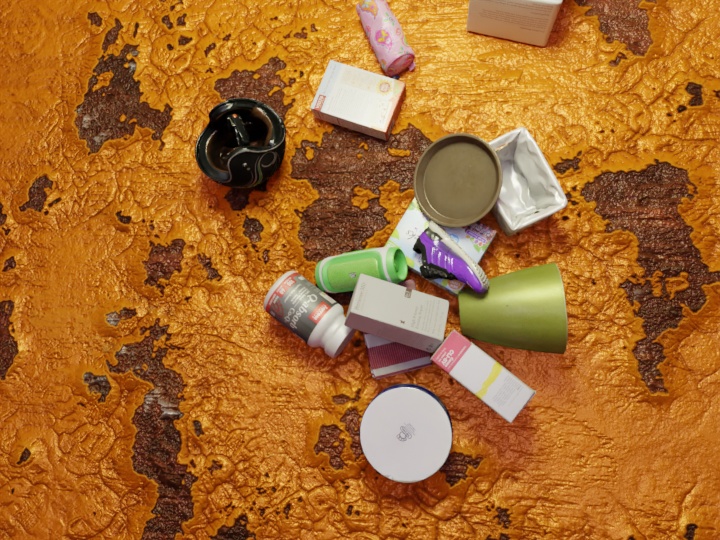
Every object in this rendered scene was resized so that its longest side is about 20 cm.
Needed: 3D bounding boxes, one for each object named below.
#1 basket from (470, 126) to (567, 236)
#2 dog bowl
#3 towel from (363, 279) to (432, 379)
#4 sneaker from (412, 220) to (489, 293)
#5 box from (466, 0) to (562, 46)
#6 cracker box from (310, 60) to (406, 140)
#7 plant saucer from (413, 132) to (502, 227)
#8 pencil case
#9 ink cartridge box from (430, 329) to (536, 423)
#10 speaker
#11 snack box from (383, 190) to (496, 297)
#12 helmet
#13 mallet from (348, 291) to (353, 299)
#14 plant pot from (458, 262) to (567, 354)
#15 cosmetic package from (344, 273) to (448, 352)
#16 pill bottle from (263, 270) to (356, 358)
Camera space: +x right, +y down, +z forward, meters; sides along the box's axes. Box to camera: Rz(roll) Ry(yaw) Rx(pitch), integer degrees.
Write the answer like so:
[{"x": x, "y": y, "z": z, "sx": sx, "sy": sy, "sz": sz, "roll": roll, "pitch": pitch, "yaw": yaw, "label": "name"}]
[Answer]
[{"x": 0.341, "y": -0.186, "z": 1.138, "sx": 0.135, "sy": 0.123, "sz": 0.200, "roll": -26, "pitch": 78, "yaw": 4, "label": "basket"}, {"x": 0.100, "y": 0.349, "z": 1.120, "sx": 0.200, "sy": 0.079, "sz": 0.200, "roll": -1, "pitch": 81, "yaw": 8, "label": "dog bowl"}, {"x": 0.075, "y": 0.130, "z": 1.160, "sx": 0.144, "sy": 0.023, "sz": 0.200, "roll": -11, "pitch": 86, "yaw": -12, "label": "towel"}, {"x": 0.181, "y": -0.007, "z": 1.084, "sx": 0.100, "sy": 0.070, "sz": 0.200, "roll": -45, "pitch": 55, "yaw": 11, "label": "sneaker"}, {"x": 0.366, "y": -0.661, "z": 1.178, "sx": 0.199, "sy": 0.171, "sz": 0.200, "roll": 16, "pitch": 84, "yaw": 10, "label": "box"}, {"x": -0.004, "y": -0.414, "z": 1.256, "sx": 0.200, "sy": 0.058, "sz": 0.134, "roll": 21, "pitch": 85, "yaw": 10, "label": "cracker box"}, {"x": 0.208, "y": -0.192, "z": 1.106, "sx": 0.200, "sy": 0.029, "sz": 0.200, "roll": 2, "pitch": 93, "yaw": 32, "label": "plant saucer"}, {"x": 0.063, "y": -0.575, "z": 1.259, "sx": 0.087, "sy": 0.087, "sz": 0.200, "roll": -25, "pitch": 80, "yaw": 4, "label": "pencil case"}, {"x": 0.250, "y": 0.218, "z": 1.082, "sx": 0.200, "sy": 0.145, "sz": 0.083, "roll": 38, "pitch": 88, "yaw": 12, "label": "ink cartridge box"}, {"x": 0.000, "y": 0.000, "z": 1.153, "sx": 0.200, "sy": 0.088, "sz": 0.089, "roll": -9, "pitch": 80, "yaw": 29, "label": "speaker"}, {"x": 0.178, "y": -0.061, "z": 1.173, "sx": 0.200, "sy": 0.068, "sz": 0.169, "roll": 32, "pitch": 88, "yaw": 13, "label": "snack box"}, {"x": -0.279, "y": -0.287, "z": 1.211, "sx": 0.200, "sy": 0.191, "sz": 0.200, "roll": 12, "pitch": 62, "yaw": -24, "label": "helmet"}, {"x": 0.039, "y": 0.123, "z": 1.185, "sx": 0.066, "sy": 0.041, "sz": 0.200, "roll": -24, "pitch": 83, "yaw": 3, "label": "mallet"}, {"x": 0.309, "y": 0.085, "z": 1.077, "sx": 0.200, "sy": 0.187, "sz": 0.187, "roll": -5, "pitch": 81, "yaw": 11, "label": "plant pot"}, {"x": 0.076, "y": 0.090, "z": 1.085, "sx": 0.200, "sy": 0.074, "sz": 0.102, "roll": 17, "pitch": 56, "yaw": -3, "label": "cosmetic package"}, {"x": -0.110, "y": 0.101, "z": 1.168, "sx": 0.200, "sy": 0.116, "sz": 0.116, "roll": 35, "pitch": 88, "yaw": 12, "label": "pill bottle"}]
